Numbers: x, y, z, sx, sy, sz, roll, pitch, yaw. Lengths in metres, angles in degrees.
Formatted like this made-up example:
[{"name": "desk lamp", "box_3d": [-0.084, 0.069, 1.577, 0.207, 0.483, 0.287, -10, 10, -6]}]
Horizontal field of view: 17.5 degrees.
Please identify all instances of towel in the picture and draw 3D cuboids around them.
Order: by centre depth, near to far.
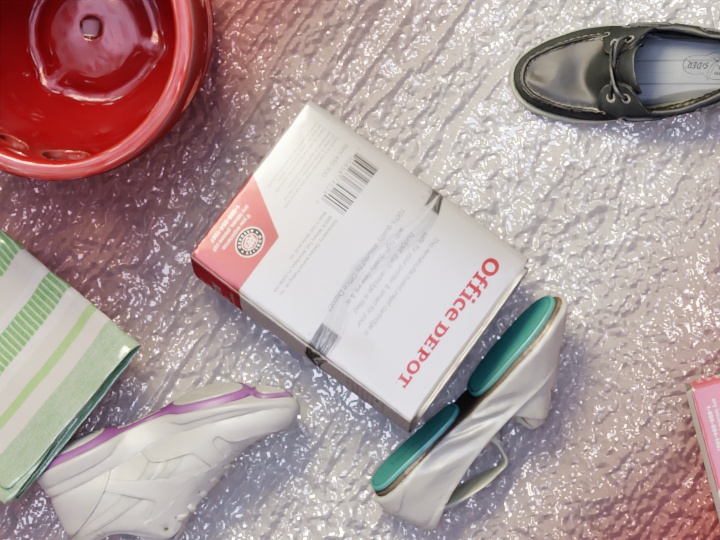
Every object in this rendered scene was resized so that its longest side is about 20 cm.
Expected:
[{"name": "towel", "box_3d": [-0.277, 0.056, 1.712, 0.200, 0.023, 0.153, 38, 88, 23]}]

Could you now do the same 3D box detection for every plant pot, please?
[{"name": "plant pot", "box_3d": [-0.202, -0.167, 1.661, 0.199, 0.183, 0.202, 0, 94, 4]}]

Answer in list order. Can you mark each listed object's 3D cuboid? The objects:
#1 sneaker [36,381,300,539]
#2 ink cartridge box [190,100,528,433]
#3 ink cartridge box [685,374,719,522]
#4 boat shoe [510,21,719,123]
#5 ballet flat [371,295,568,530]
[{"name": "sneaker", "box_3d": [-0.130, 0.145, 1.704, 0.199, 0.075, 0.100, -22, 96, 8]}, {"name": "ink cartridge box", "box_3d": [0.000, 0.000, 1.681, 0.199, 0.083, 0.147, 37, 80, 6]}, {"name": "ink cartridge box", "box_3d": [0.344, 0.125, 1.651, 0.198, 0.083, 0.148, -15, 84, 4]}, {"name": "boat shoe", "box_3d": [0.207, -0.144, 1.691, 0.198, 0.066, 0.075, 4, 86, 5]}, {"name": "ballet flat", "box_3d": [0.093, 0.107, 1.690, 0.069, 0.069, 0.200, 43, 94, 6]}]
